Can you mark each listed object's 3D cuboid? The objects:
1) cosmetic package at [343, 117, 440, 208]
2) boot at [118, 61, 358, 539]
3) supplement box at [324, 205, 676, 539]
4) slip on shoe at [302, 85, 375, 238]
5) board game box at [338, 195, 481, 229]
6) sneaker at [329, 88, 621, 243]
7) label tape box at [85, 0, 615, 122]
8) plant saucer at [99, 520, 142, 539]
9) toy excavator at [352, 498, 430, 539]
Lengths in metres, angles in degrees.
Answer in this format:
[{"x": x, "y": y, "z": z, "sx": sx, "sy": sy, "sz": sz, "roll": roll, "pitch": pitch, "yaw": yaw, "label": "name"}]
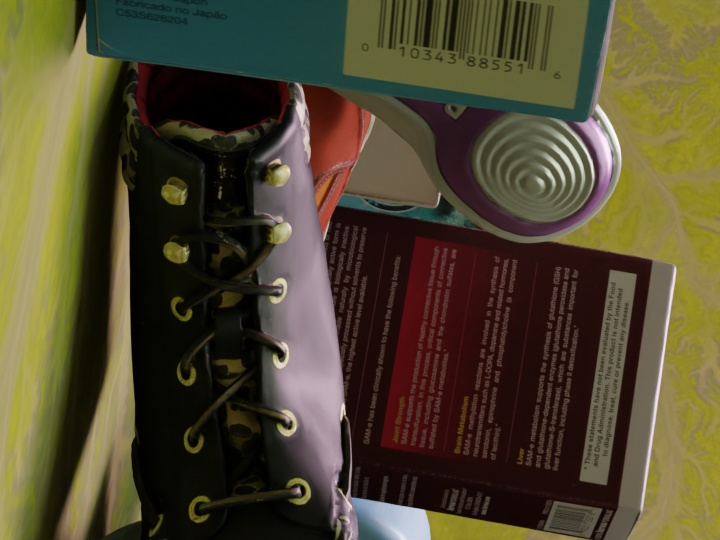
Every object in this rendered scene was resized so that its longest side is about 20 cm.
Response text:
[{"x": -0.004, "y": -0.092, "z": 1.208, "sx": 0.200, "sy": 0.103, "sz": 0.074, "roll": -70, "pitch": 170, "yaw": -73, "label": "cosmetic package"}, {"x": -0.040, "y": 0.032, "z": 0.875, "sx": 0.204, "sy": 0.073, "sz": 0.155, "roll": -98, "pitch": -177, "yaw": -52, "label": "boot"}, {"x": 0.022, "y": 0.039, "z": 1.166, "sx": 0.061, "sy": 0.198, "sz": 0.110, "roll": 97, "pitch": 4, "yaw": -71, "label": "supplement box"}, {"x": -0.037, "y": -0.038, "z": 1.052, "sx": 0.201, "sy": 0.074, "sz": 0.061, "roll": 104, "pitch": 1, "yaw": -52, "label": "slip on shoe"}, {"x": 0.000, "y": 0.000, "z": 1.277, "sx": 0.201, "sy": 0.134, "sz": 0.028, "roll": -78, "pitch": 177, "yaw": -50, "label": "board game box"}, {"x": 0.004, "y": -0.092, "z": 0.953, "sx": 0.075, "sy": 0.200, "sz": 0.100, "roll": -39, "pitch": -152, "yaw": 9, "label": "sneaker"}, {"x": 0.009, "y": -0.138, "z": 0.827, "sx": 0.201, "sy": 0.143, "sz": 0.064, "roll": -79, "pitch": 175, "yaw": -45, "label": "label tape box"}, {"x": -0.098, "y": 0.180, "z": 0.946, "sx": 0.200, "sy": 0.027, "sz": 0.202, "roll": 10, "pitch": 90, "yaw": -88, "label": "plant saucer"}, {"x": 0.007, "y": 0.158, "z": 1.275, "sx": 0.100, "sy": 0.198, "sz": 0.196, "roll": -75, "pitch": 174, "yaw": -71, "label": "toy excavator"}]
